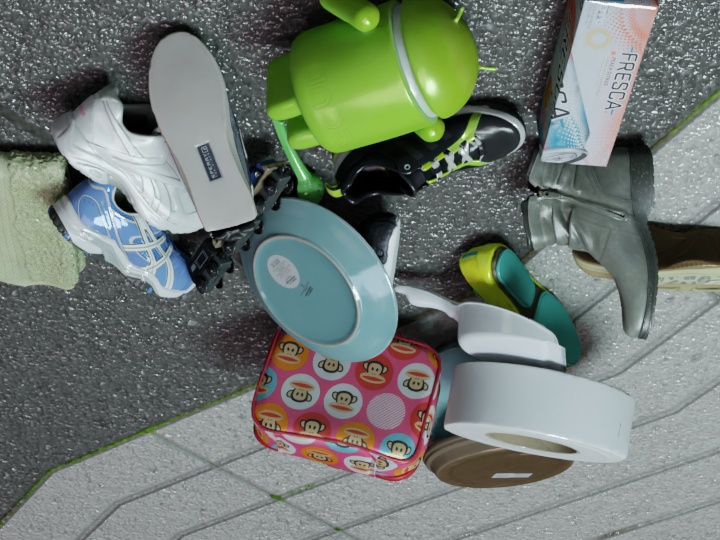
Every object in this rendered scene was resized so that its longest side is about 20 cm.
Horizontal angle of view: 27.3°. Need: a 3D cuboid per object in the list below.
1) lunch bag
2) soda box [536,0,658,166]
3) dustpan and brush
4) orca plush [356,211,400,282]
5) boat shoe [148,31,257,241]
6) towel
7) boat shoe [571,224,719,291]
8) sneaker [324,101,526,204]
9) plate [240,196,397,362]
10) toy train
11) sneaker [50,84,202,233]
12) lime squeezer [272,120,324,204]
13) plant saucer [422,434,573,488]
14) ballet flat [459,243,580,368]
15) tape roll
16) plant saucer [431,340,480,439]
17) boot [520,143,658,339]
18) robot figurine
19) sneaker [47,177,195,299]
[{"bbox_3d":[-0.012,0.128,1.645,0.200,0.176,0.082,14,153,7],"label":"lunch bag"},{"bbox_3d":[0.213,-0.187,1.352,0.068,0.064,0.200,4,139,-4],"label":"soda box"},{"bbox_3d":[0.127,0.058,1.583,0.200,0.057,0.140,11,161,13],"label":"dustpan and brush"},{"bbox_3d":[0.000,0.000,1.562,0.071,0.105,0.200,11,161,4],"label":"orca plush"},{"bbox_3d":[-0.152,-0.128,1.411,0.075,0.093,0.200,-15,100,-4],"label":"boat shoe"},{"bbox_3d":[-0.366,-0.052,1.546,0.148,0.037,0.200,3,139,-3],"label":"towel"},{"bbox_3d":[0.318,-0.004,1.554,0.200,0.073,0.063,4,137,-4],"label":"boat shoe"},{"bbox_3d":[0.065,-0.102,1.439,0.200,0.083,0.072,-11,138,14],"label":"sneaker"},{"bbox_3d":[-0.051,0.016,1.525,0.200,0.026,0.200,24,136,25],"label":"plate"},{"bbox_3d":[-0.125,-0.048,1.510,0.034,0.046,0.200,-16,154,-45],"label":"toy train"},{"bbox_3d":[-0.199,-0.109,1.448,0.099,0.078,0.200,-39,134,18],"label":"sneaker"},{"bbox_3d":[-0.077,-0.071,1.515,0.071,0.038,0.200,10,139,-10],"label":"lime squeezer"},{"bbox_3d":[0.177,0.231,1.823,0.200,0.029,0.200,-5,156,-2],"label":"plant saucer"},{"bbox_3d":[0.172,0.039,1.626,0.067,0.067,0.200,-4,141,39],"label":"ballet flat"},{"bbox_3d":[0.195,0.157,1.626,0.202,0.071,0.202,11,167,3],"label":"tape roll"},{"bbox_3d":[0.145,0.136,1.750,0.200,0.036,0.200,0,139,0],"label":"plant saucer"},{"bbox_3d":[0.226,-0.029,1.474,0.131,0.200,0.068,-3,-177,5],"label":"boot"},{"bbox_3d":[0.016,-0.176,1.329,0.200,0.116,0.175,-16,137,19],"label":"robot figurine"},{"bbox_3d":[-0.227,-0.034,1.532,0.077,0.076,0.200,-45,140,9],"label":"sneaker"}]
